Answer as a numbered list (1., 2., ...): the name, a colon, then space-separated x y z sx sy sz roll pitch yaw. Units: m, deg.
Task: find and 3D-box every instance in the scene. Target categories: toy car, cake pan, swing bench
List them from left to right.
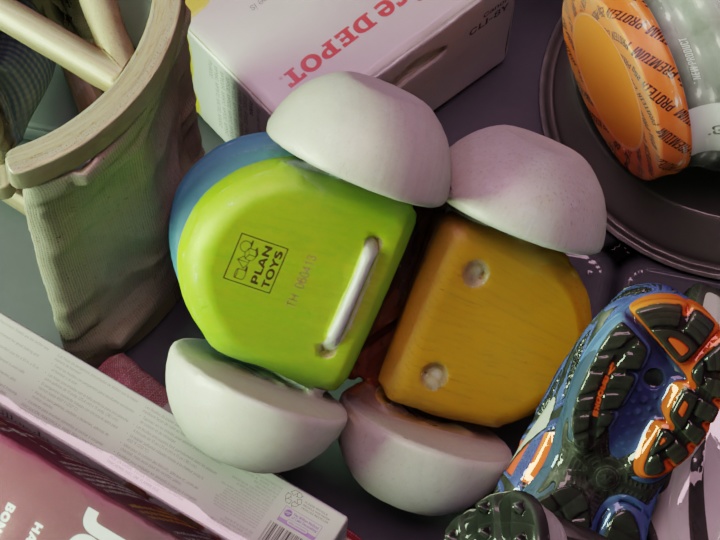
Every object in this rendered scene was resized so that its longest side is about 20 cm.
1. swing bench: -0.145 -0.091 1.214 0.130 0.199 0.200 -35 69 -16
2. toy car: 0.000 0.000 1.194 0.199 0.176 0.150 16 14 -29
3. cake pan: 0.188 -0.091 1.305 0.199 0.037 0.201 0 63 0

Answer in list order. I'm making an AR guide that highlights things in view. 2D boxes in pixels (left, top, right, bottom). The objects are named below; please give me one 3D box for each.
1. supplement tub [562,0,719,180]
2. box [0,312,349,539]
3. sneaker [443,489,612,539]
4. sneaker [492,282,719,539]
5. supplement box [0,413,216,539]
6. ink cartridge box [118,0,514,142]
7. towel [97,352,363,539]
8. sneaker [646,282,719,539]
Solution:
1. supplement tub: 0.202 -0.122 1.231 0.199 0.123 0.123 -24 66 -11
2. box: -0.098 0.083 1.192 0.200 0.039 0.041 29 63 12
3. sneaker: 0.039 0.148 1.105 0.090 0.200 0.067 17 58 -34
4. sneaker: 0.097 0.091 1.160 0.075 0.078 0.200 29 108 -8
5. supplement box: -0.157 0.124 1.132 0.200 0.086 0.111 28 87 15
6. ink cartridge box: -0.042 -0.149 1.308 0.145 0.083 0.200 -37 68 -18
7. towel: -0.081 0.144 1.195 0.200 0.023 0.144 37 67 16
8. sneaker: 0.179 0.108 1.197 0.115 0.076 0.201 12 65 -8
